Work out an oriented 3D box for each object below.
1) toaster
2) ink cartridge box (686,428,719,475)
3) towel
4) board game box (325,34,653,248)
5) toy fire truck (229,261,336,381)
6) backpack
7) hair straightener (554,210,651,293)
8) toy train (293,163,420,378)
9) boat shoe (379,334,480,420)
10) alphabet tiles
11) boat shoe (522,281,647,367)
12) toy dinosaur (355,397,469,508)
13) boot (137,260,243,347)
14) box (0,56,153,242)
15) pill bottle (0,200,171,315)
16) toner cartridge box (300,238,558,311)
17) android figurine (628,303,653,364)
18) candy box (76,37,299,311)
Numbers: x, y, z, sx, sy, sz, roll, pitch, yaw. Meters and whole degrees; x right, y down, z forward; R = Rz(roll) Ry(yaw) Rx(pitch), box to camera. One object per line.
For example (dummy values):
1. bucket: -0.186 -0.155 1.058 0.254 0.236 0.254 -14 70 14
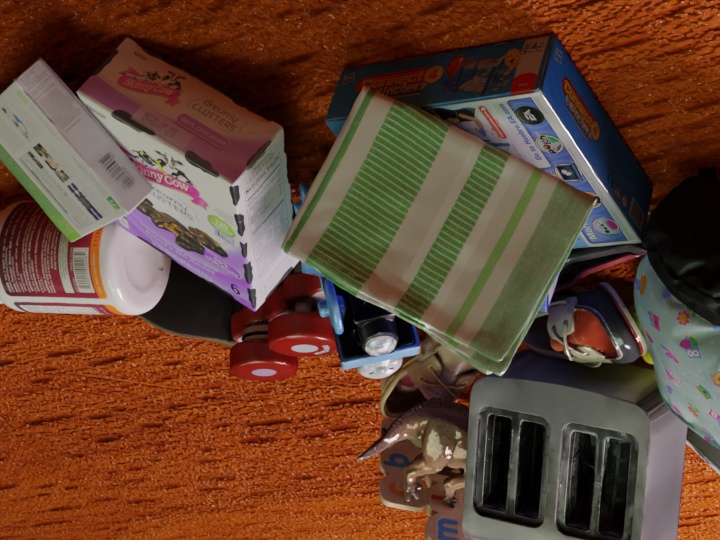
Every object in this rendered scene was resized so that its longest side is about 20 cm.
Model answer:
1. toaster: 0.196 0.166 1.554 0.179 0.202 0.118 10 -166 26
2. ink cartridge box: 0.374 0.199 1.638 0.174 0.044 0.200 44 -179 -38
3. towel: 0.055 -0.032 1.305 0.199 0.154 0.023 29 -175 14
4. board game box: 0.105 -0.092 1.392 0.194 0.056 0.200 -4 144 34
5. toy fire truck: -0.029 0.040 1.651 0.167 0.113 0.200 10 157 -27
6. backpack: 0.294 0.043 1.373 0.126 0.167 0.201 -29 133 -8
7. hair straightener: 0.179 -0.017 1.492 0.077 0.041 0.199 36 148 -30
8. toy train: 0.000 0.000 1.471 0.086 0.201 0.115 -13 145 -2
9. boat shoe: 0.080 0.101 1.717 0.073 0.070 0.200 26 149 -16
10. alphabet tiles: 0.113 0.210 1.752 0.194 0.201 0.015 11 130 -8
11. boat shoe: 0.190 0.051 1.497 0.072 0.062 0.200 65 172 -8
12. toy dinosaur: 0.097 0.158 1.674 0.198 0.086 0.136 14 139 -21
13. boot: -0.166 0.044 1.760 0.198 0.074 0.075 21 161 -10
14. box: -0.262 -0.100 1.501 0.145 0.036 0.200 50 157 -11
15. pill bottle: -0.292 -0.013 1.682 0.198 0.110 0.110 1 147 27
16. toner cartridge box: 0.060 -0.027 1.365 0.198 0.095 0.043 9 129 14
17. android figurine: 0.324 0.049 1.531 0.180 0.041 0.200 1 148 27
18. candy box: -0.143 -0.079 1.479 0.167 0.072 0.201 31 155 20
